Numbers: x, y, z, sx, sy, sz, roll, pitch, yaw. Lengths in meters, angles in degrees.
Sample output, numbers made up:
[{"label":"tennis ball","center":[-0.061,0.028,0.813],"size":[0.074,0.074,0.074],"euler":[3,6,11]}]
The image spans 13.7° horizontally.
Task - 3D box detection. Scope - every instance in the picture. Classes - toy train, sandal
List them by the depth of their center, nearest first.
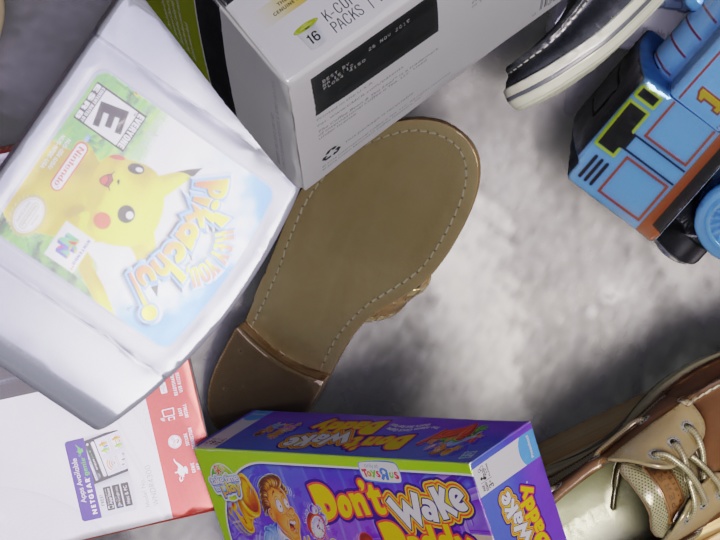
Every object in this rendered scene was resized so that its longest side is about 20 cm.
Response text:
[{"label":"toy train","center":[0.194,-0.092,1.472],"size":[0.114,0.087,0.200],"euler":[35,116,-12]},{"label":"sandal","center":[-0.005,-0.004,1.505],"size":[0.077,0.070,0.212],"euler":[37,116,4]}]

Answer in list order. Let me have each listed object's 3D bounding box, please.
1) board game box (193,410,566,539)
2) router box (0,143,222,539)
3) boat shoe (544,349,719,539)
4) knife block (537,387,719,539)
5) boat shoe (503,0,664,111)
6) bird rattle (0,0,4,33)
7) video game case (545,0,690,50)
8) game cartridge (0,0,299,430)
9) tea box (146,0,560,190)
[{"label":"board game box","center":[0.017,0.139,1.438],"size":[0.045,0.199,0.135],"euler":[-30,109,-38]},{"label":"router box","center":[-0.177,0.041,1.501],"size":[0.178,0.049,0.201],"euler":[-14,98,-3]},{"label":"boat shoe","center":[0.144,0.106,1.456],"size":[0.199,0.074,0.076],"euler":[-33,98,0]},{"label":"knife block","center":[0.099,0.115,1.523],"size":[0.175,0.064,0.201],"euler":[19,95,-7]},{"label":"boat shoe","center":[0.133,-0.160,1.466],"size":[0.062,0.075,0.200],"euler":[42,87,-3]},{"label":"bird rattle","center":[-0.249,-0.107,1.437],"size":[0.162,0.113,0.201],"euler":[2,125,-36]},{"label":"video game case","center":[0.206,-0.192,1.514],"size":[0.199,0.024,0.183],"euler":[10,96,-5]},{"label":"game cartridge","center":[-0.110,-0.030,1.455],"size":[0.133,0.040,0.201],"euler":[34,91,-14]},{"label":"tea box","center":[-0.009,-0.185,1.374],"size":[0.200,0.134,0.197],"euler":[-35,74,-10]}]
